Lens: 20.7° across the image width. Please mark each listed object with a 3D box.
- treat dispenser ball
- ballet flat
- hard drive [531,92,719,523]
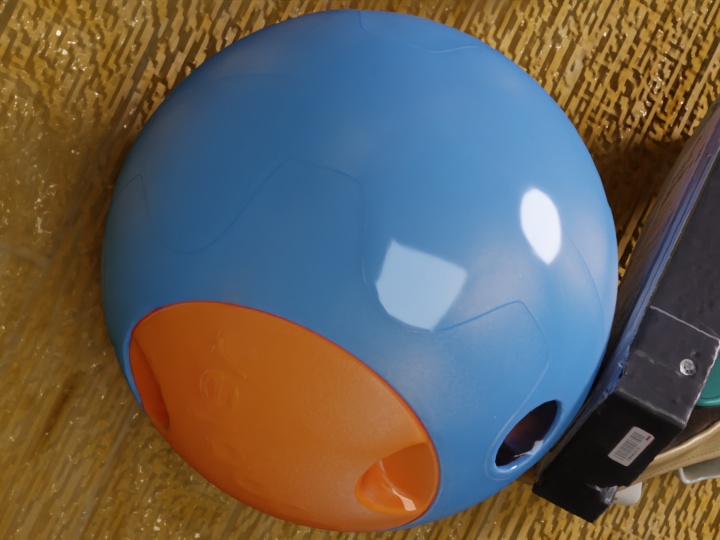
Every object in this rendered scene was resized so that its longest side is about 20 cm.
[{"bbox_3d":[0.000,0.000,0.766,0.200,0.201,0.202,-5,102,-22],"label":"treat dispenser ball"},{"bbox_3d":[0.140,0.079,0.919,0.199,0.069,0.063,-12,123,-19],"label":"ballet flat"},{"bbox_3d":[0.138,-0.003,0.830,0.038,0.140,0.201,28,67,3],"label":"hard drive"}]
